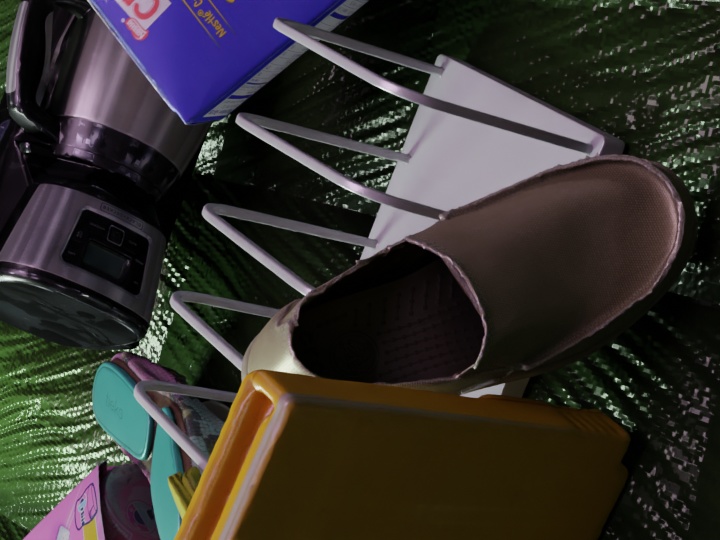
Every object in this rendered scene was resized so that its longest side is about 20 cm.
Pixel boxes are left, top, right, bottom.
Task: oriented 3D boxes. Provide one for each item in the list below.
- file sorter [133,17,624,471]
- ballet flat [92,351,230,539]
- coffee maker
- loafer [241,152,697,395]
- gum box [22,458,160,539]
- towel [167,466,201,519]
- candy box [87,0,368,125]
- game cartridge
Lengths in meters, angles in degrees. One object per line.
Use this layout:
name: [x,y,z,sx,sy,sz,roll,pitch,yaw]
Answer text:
file sorter: [0.000,0.000,0.826,0.139,0.124,0.200,36,108,52]
ballet flat: [-0.087,0.094,0.958,0.200,0.071,0.069,-140,57,-63]
coffee maker: [-0.153,-0.059,1.043,0.192,0.134,0.200,136,155,-74]
loafer: [0.048,0.012,0.715,0.076,0.200,0.068,62,171,7]
gum box: [-0.134,0.213,0.991,0.113,0.066,0.200,-44,46,39]
towel: [-0.034,0.184,0.789,0.086,0.018,0.200,38,151,64]
candy box: [-0.052,-0.195,0.876,0.200,0.077,0.169,-38,87,9]
game cartridge: [0.006,0.127,0.709,0.032,0.200,0.177,38,109,43]
